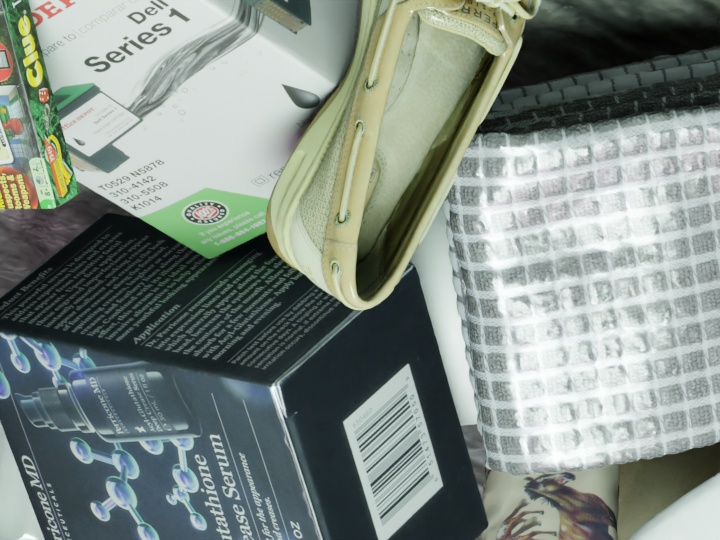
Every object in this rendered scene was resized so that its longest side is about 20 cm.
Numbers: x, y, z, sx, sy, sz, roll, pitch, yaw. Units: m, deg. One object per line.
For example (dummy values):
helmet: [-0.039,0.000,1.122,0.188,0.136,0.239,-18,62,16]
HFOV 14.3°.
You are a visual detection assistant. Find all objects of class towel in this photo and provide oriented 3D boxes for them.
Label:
towel: [0.140,-0.006,1.262,0.199,0.086,0.166,-10,105,-1]

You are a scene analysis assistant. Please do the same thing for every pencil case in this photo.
pencil case: [0.096,0.103,1.454,0.078,0.200,0.090,6,139,-4]

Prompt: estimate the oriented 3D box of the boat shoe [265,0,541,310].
boat shoe: [0.030,-0.081,1.183,0.073,0.201,0.063,26,-174,-36]

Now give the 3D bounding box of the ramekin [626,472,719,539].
ramekin: [0.220,0.129,1.361,0.200,0.098,0.200,-29,169,-6]

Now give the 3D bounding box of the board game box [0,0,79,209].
board game box: [-0.184,-0.119,1.160,0.105,0.023,0.200,1,115,32]

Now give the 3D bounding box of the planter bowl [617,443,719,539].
planter bowl: [0.162,0.163,1.569,0.135,0.200,0.200,37,143,-1]

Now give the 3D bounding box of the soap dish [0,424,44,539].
soap dish: [-0.133,0.124,1.552,0.199,0.158,0.081,14,163,-17]

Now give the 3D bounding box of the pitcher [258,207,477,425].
pitcher: [0.000,0.000,1.379,0.200,0.121,0.172,-4,139,34]

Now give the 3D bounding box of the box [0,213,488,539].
box: [-0.062,0.071,1.336,0.200,0.107,0.149,9,127,40]

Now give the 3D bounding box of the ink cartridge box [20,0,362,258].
ink cartridge box: [-0.086,-0.102,1.239,0.146,0.085,0.200,-26,138,37]
